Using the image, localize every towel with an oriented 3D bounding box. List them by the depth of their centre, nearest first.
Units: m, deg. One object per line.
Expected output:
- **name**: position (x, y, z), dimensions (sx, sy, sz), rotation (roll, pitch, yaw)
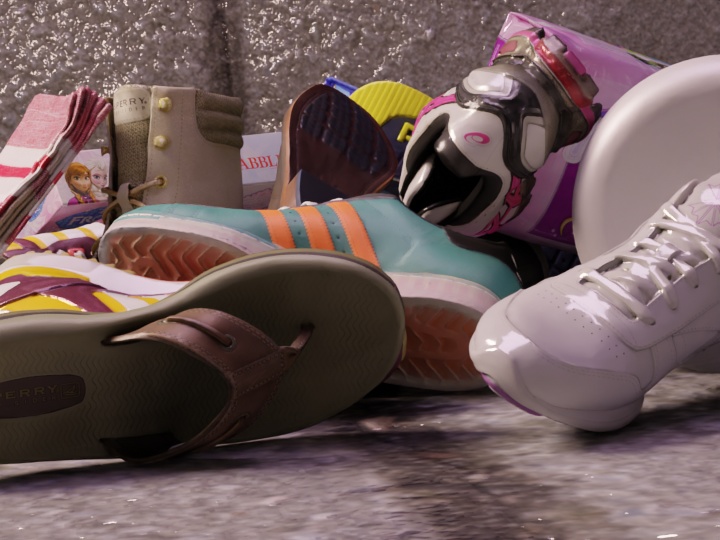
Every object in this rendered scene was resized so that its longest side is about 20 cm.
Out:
- **towel**: position (-0.223, -0.021, 1.133), dimensions (0.023, 0.200, 0.144), rotation (39, -12, -18)

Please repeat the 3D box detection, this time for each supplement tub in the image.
- **supplement tub**: position (0.183, -0.035, 1.001), dimensions (0.145, 0.145, 0.200), rotation (-4, 5, 10)

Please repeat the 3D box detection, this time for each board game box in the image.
- **board game box**: position (-0.171, -0.030, 1.419), dimensions (0.200, 0.041, 0.199), rotation (-9, -19, -37)

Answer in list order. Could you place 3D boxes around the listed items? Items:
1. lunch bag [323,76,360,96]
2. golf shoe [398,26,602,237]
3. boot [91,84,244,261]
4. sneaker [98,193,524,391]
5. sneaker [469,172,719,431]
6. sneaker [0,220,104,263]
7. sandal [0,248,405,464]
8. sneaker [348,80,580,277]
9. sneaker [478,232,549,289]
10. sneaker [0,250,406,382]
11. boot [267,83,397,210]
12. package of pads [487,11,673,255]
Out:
- **lunch bag**: position (0.068, -0.056, 1.423), dimensions (0.200, 0.094, 0.150), rotation (12, -18, 46)
- **golf shoe**: position (0.047, -0.054, 1.007), dimensions (0.092, 0.073, 0.200), rotation (-36, -7, -19)
- **boot**: position (-0.131, -0.026, 1.115), dimensions (0.072, 0.155, 0.200), rotation (-1, 4, 38)
- **sneaker**: position (-0.021, 0.001, 0.945), dimensions (0.199, 0.072, 0.080), rotation (13, 37, 6)
- **sneaker**: position (0.118, 0.002, 0.816), dimensions (0.075, 0.100, 0.200), rotation (38, 35, 29)
- **sneaker**: position (-0.180, 0.007, 1.253), dimensions (0.199, 0.075, 0.090), rotation (-11, 12, 3)
- **sandal**: position (-0.075, 0.047, 0.791), dimensions (0.200, 0.080, 0.057), rotation (-13, 24, -14)
- **sneaker**: position (0.072, -0.044, 1.234), dimensions (0.200, 0.074, 0.082), rotation (34, -19, 0)
- **sneaker**: position (0.000, 0.000, 1.156), dimensions (0.199, 0.075, 0.106), rotation (-1, 3, 24)
- **sneaker**: position (-0.081, 0.042, 0.877), dimensions (0.199, 0.075, 0.090), rotation (1, 29, 10)
- **boot**: position (-0.036, -0.030, 1.105), dimensions (0.075, 0.097, 0.200), rotation (33, 26, -12)
- **package of pads**: position (0.157, -0.063, 1.156), dimensions (0.200, 0.121, 0.076), rotation (15, 14, -25)
